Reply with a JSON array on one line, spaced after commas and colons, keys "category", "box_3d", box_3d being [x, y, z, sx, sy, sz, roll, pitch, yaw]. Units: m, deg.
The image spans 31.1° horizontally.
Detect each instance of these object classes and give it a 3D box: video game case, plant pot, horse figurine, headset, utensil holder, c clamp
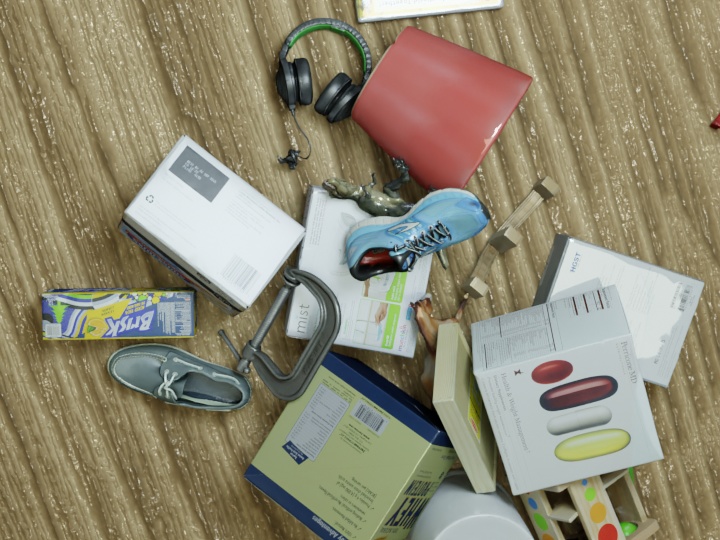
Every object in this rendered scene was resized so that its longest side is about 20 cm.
[{"category": "video game case", "box_3d": [0.084, -0.432, 1.728, 0.199, 0.023, 0.183, -7, 96, -5]}, {"category": "plant pot", "box_3d": [0.098, -0.210, 1.679, 0.177, 0.200, 0.201, 33, 92, 3]}, {"category": "horse figurine", "box_3d": [0.112, 0.114, 1.730, 0.050, 0.132, 0.201, 12, 114, 25]}, {"category": "headset", "box_3d": [-0.060, -0.234, 1.725, 0.123, 0.094, 0.201, 19, 79, -2]}, {"category": "utensil holder", "box_3d": [0.146, 0.371, 1.726, 0.169, 0.200, 0.171, 0, 95, -4]}, {"category": "c clamp", "box_3d": [-0.104, 0.074, 1.674, 0.200, 0.027, 0.171, -54, 55, 29]}]

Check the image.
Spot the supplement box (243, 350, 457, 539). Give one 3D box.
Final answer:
[{"category": "supplement box", "box_3d": [-0.005, 0.244, 1.695, 0.200, 0.134, 0.200, 34, 93, 24]}]

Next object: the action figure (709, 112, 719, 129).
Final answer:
[{"category": "action figure", "box_3d": [0.555, -0.273, 1.747, 0.065, 0.099, 0.201, 27, 91, -8]}]

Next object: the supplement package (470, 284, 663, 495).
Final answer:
[{"category": "supplement package", "box_3d": [0.264, 0.154, 1.674, 0.199, 0.147, 0.192, -16, 112, 10]}]

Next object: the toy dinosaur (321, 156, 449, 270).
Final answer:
[{"category": "toy dinosaur", "box_3d": [0.051, -0.086, 1.652, 0.200, 0.048, 0.088, 32, 121, -11]}]

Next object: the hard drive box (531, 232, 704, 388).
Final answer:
[{"category": "hard drive box", "box_3d": [0.344, 0.053, 1.771, 0.199, 0.077, 0.156, 19, 94, -6]}]

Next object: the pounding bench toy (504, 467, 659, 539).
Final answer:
[{"category": "pounding bench toy", "box_3d": [0.332, 0.305, 1.769, 0.200, 0.124, 0.156, -29, 100, -26]}]

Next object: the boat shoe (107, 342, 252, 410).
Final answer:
[{"category": "boat shoe", "box_3d": [-0.243, 0.146, 1.741, 0.199, 0.062, 0.073, 15, 95, -6]}]

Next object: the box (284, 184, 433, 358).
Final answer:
[{"category": "box", "box_3d": [0.000, 0.000, 1.728, 0.176, 0.097, 0.201, 9, 95, -5]}]

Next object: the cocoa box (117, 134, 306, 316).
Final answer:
[{"category": "cocoa box", "box_3d": [-0.195, -0.053, 1.677, 0.200, 0.131, 0.134, 38, 75, -7]}]

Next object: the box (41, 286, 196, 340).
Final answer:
[{"category": "box", "box_3d": [-0.319, 0.057, 1.722, 0.199, 0.070, 0.065, 0, 94, -4]}]

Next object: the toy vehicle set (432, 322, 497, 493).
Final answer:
[{"category": "toy vehicle set", "box_3d": [0.138, 0.179, 1.670, 0.026, 0.125, 0.200, -9, 134, 18]}]

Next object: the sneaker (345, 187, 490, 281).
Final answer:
[{"category": "sneaker", "box_3d": [0.071, -0.032, 1.606, 0.199, 0.090, 0.078, -22, 122, 25]}]

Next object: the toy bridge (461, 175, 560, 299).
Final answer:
[{"category": "toy bridge", "box_3d": [0.195, -0.040, 1.750, 0.027, 0.067, 0.200, 39, 73, -8]}]
